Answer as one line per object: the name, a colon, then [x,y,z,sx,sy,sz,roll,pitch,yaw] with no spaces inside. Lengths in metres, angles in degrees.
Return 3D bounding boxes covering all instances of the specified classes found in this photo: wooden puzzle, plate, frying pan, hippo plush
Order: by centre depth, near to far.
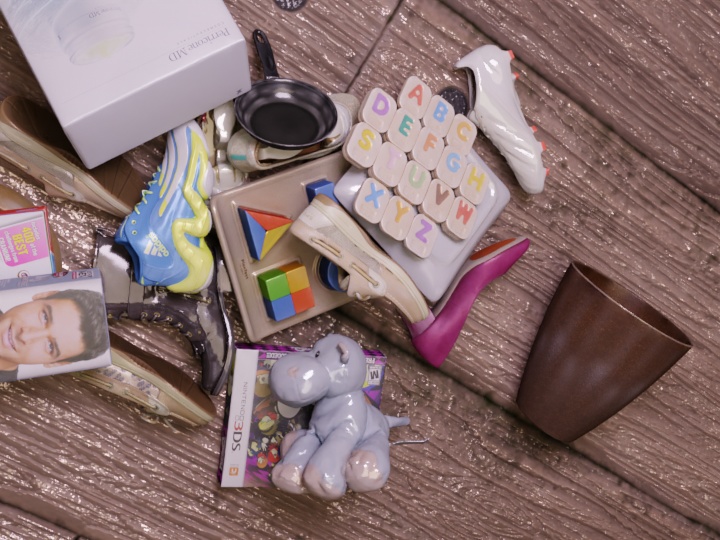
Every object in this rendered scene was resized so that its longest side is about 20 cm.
frying pan: [-0.106,-0.195,1.040,0.115,0.190,0.031,-27,149,-31]
hippo plush: [-0.023,0.162,1.092,0.199,0.159,0.161,-16,105,-13]
wooden puzzle: [-0.067,-0.029,1.111,0.199,0.046,0.186,-24,111,-27]
plate: [0.090,-0.097,1.150,0.200,0.032,0.200,47,63,-20]

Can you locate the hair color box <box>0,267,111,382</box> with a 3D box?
hair color box: [-0.372,0.062,0.985,0.199,0.061,0.099,-8,102,-16]

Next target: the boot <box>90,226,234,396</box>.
boot: [-0.239,0.050,1.098,0.173,0.069,0.201,0,91,-16]

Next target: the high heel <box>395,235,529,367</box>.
high heel: [0.149,0.038,1.210,0.200,0.067,0.096,-32,100,6]

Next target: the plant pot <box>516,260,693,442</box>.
plant pot: [0.301,0.122,1.228,0.186,0.187,0.200,27,106,-20]

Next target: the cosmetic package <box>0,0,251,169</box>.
cosmetic package: [-0.248,-0.249,0.965,0.199,0.123,0.200,-29,81,-10]

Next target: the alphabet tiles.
alphabet tiles: [0.071,-0.125,1.109,0.200,0.015,0.196,34,67,-25]

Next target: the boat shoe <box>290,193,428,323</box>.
boat shoe: [0.000,0.000,1.084,0.065,0.072,0.200,-47,113,-7]

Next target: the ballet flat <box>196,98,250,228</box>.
ballet flat: [-0.164,-0.141,1.082,0.075,0.064,0.201,-6,102,-15]

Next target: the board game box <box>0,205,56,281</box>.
board game box: [-0.435,0.017,1.011,0.199,0.040,0.154,-7,102,-16]

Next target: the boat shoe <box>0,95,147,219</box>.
boat shoe: [-0.326,-0.114,1.041,0.065,0.072,0.200,-35,126,30]

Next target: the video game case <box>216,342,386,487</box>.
video game case: [-0.074,0.187,1.185,0.199,0.036,0.182,5,99,-18]

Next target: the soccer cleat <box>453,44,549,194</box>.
soccer cleat: [0.178,-0.186,1.181,0.077,0.069,0.201,-22,99,-7]

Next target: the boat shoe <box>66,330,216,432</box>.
boat shoe: [-0.265,0.133,1.103,0.200,0.073,0.063,34,95,-9]

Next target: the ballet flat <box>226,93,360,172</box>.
ballet flat: [-0.062,-0.155,1.079,0.200,0.062,0.068,-28,117,-32]

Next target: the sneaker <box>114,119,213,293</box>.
sneaker: [-0.219,-0.072,1.027,0.105,0.076,0.201,-5,89,-27]

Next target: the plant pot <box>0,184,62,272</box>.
plant pot: [-0.440,-0.002,1.042,0.199,0.027,0.201,-3,102,-16]
